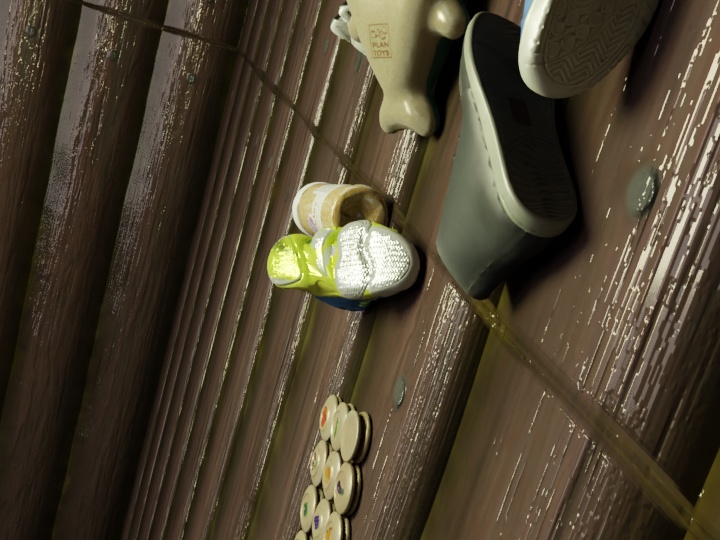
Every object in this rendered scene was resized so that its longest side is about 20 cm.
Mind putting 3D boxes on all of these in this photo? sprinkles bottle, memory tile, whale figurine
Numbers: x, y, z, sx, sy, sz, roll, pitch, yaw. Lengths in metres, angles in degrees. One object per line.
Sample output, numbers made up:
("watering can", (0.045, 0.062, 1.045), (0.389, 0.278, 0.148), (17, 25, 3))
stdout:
("sprinkles bottle", (-0.028, -0.067, 0.980), (0.200, 0.067, 0.070), (-160, 83, -73))
("memory tile", (-0.034, 0.238, 0.879), (0.153, 0.016, 0.205), (-173, 95, -73))
("whale figurine", (0.055, -0.236, 0.815), (0.157, 0.102, 0.205), (12, 113, 49))

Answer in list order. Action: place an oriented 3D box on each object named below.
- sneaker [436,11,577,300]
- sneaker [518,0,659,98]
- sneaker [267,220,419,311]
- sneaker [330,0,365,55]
("sneaker", (0.087, -0.087, 0.609), (0.107, 0.073, 0.204), (128, 149, -50))
("sneaker", (0.138, -0.210, 0.527), (0.204, 0.075, 0.111), (-70, 24, 12))
("sneaker", (0.000, 0.000, 0.859), (0.197, 0.104, 0.078), (6, 76, 43))
("sneaker", (0.055, -0.309, 0.887), (0.200, 0.081, 0.075), (-46, 9, 27))
